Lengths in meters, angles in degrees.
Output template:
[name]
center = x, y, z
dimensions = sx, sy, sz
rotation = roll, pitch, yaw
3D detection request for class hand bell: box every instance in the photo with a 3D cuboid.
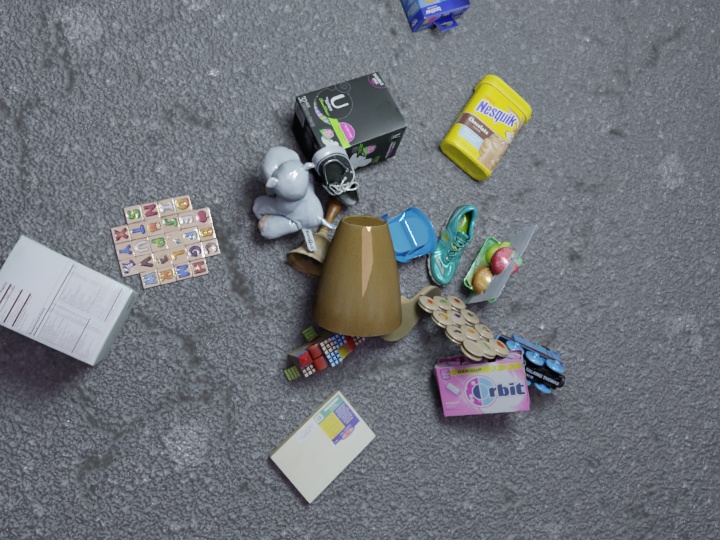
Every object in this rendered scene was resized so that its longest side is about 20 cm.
[hand bell]
center = -0.075, -0.094, 1.319
dimensions = 0.103, 0.104, 0.202
rotation = 29, 65, -13

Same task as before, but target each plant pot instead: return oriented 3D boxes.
[plant pot]
center = 0.000, 0.000, 1.198
dimensions = 0.183, 0.186, 0.203
rotation = -1, 110, -17

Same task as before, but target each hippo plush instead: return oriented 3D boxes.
[hippo plush]
center = -0.153, -0.148, 1.212
dimensions = 0.158, 0.161, 0.201
rotation = -30, 59, -4

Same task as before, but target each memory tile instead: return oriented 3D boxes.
[memory tile]
center = 0.222, 0.119, 1.318
dimensions = 0.152, 0.200, 0.017
rotation = 3, 125, -44

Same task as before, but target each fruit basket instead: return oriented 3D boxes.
[fruit basket]
center = 0.312, -0.003, 1.360
dimensions = 0.093, 0.200, 0.187
rotation = 34, 76, -11

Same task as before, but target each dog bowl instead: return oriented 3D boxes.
[dog bowl]
center = 0.090, -0.071, 1.329
dimensions = 0.199, 0.049, 0.113
rotation = -20, 83, -49

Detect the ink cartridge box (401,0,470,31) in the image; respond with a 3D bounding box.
[ink cartridge box]
center = 0.167, -0.655, 1.432
dimensions = 0.135, 0.076, 0.203
rotation = -23, 94, -18

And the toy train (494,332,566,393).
[toy train]
center = 0.380, 0.208, 1.410
dimensions = 0.198, 0.115, 0.088
rotation = 24, 109, -7

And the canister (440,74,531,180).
[canister]
center = 0.295, -0.334, 1.441
dimensions = 0.148, 0.086, 0.201
rotation = 36, 78, -11

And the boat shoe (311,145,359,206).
[boat shoe]
center = -0.043, -0.184, 1.242
dimensions = 0.073, 0.200, 0.069
rotation = -26, 71, 0

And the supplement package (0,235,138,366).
[supplement package]
center = -0.528, 0.058, 1.094
dimensions = 0.198, 0.191, 0.149
rotation = 28, 77, -14

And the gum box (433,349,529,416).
[gum box]
center = 0.264, 0.249, 1.340
dimensions = 0.197, 0.066, 0.115
rotation = -9, 99, 18

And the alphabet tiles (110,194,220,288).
[alphabet tiles]
center = -0.395, -0.060, 1.242
dimensions = 0.197, 0.006, 0.169
rotation = -14, 90, -18

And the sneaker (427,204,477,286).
[sneaker]
center = 0.213, -0.062, 1.396
dimensions = 0.077, 0.080, 0.203
rotation = 23, 80, -14

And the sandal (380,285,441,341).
[sandal]
center = 0.090, 0.090, 1.359
dimensions = 0.210, 0.069, 0.079
rotation = -29, 118, -38

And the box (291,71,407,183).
[box]
center = -0.026, -0.305, 1.301
dimensions = 0.198, 0.125, 0.150
rotation = -22, 76, -18

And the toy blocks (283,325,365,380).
[toy blocks]
center = -0.064, 0.159, 1.261
dimensions = 0.198, 0.137, 0.101
rotation = -30, 95, -17

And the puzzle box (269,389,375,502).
[puzzle box]
center = -0.078, 0.373, 1.298
dimensions = 0.200, 0.025, 0.134
rotation = -41, 98, -16
